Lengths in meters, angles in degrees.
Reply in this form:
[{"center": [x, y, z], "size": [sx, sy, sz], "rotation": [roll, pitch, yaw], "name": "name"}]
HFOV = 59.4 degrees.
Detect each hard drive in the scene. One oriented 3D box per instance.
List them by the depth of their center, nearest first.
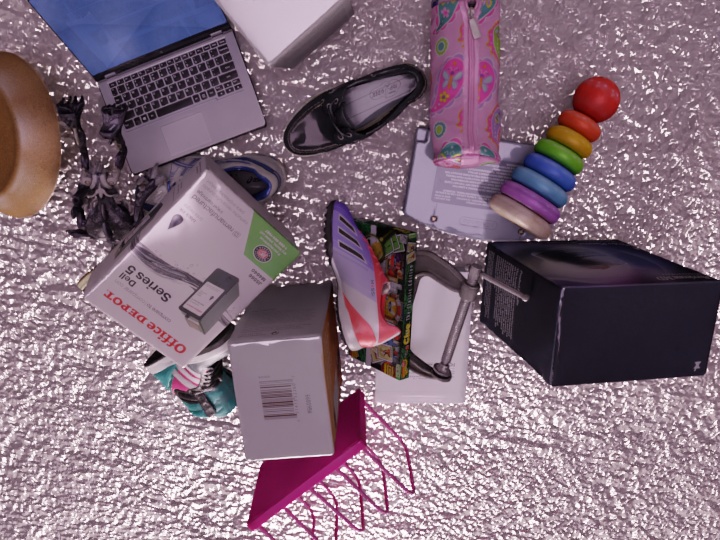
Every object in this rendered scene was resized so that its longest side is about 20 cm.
[{"center": [0.087, 0.093, 0.892], "size": [0.132, 0.027, 0.200], "rotation": [1, 107, 0], "name": "hard drive"}]

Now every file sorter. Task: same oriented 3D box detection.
[{"center": [-0.037, 0.300, 0.897], "size": [0.200, 0.139, 0.125], "rotation": [-39, 104, 11], "name": "file sorter"}]

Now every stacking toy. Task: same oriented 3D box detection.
[{"center": [0.245, -0.140, 0.764], "size": [0.085, 0.085, 0.200], "rotation": [32, 99, -9], "name": "stacking toy"}]

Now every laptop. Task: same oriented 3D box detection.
[{"center": [-0.240, -0.239, 0.741], "size": [0.187, 0.116, 0.200], "rotation": [-19, 95, 6], "name": "laptop"}]

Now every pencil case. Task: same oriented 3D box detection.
[{"center": [0.124, -0.222, 0.747], "size": [0.087, 0.087, 0.200], "rotation": [0, 94, 0], "name": "pencil case"}]

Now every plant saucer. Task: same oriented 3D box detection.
[{"center": [-0.440, -0.161, 0.761], "size": [0.200, 0.035, 0.200], "rotation": [6, 103, 29], "name": "plant saucer"}]

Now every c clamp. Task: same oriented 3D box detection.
[{"center": [0.101, 0.064, 0.795], "size": [0.171, 0.027, 0.200], "rotation": [39, 128, 30], "name": "c clamp"}]

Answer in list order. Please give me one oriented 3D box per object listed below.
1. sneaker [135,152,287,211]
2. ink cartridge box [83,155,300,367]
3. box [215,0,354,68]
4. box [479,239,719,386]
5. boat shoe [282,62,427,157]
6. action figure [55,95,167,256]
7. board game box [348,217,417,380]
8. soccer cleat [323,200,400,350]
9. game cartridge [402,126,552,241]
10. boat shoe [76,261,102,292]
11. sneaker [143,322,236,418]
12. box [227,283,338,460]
[{"center": [-0.196, -0.110, 0.799], "size": [0.200, 0.088, 0.075], "rotation": [-10, 108, 4], "name": "sneaker"}, {"center": [-0.194, -0.008, 0.736], "size": [0.200, 0.084, 0.145], "rotation": [-45, 115, 5], "name": "ink cartridge box"}, {"center": [-0.095, -0.312, 0.678], "size": [0.106, 0.200, 0.152], "rotation": [-38, 103, 12], "name": "box"}, {"center": [0.280, 0.040, 0.770], "size": [0.200, 0.198, 0.123], "rotation": [-2, 108, -13], "name": "box"}, {"center": [-0.009, -0.197, 0.783], "size": [0.199, 0.066, 0.075], "rotation": [-20, 106, 6], "name": "boat shoe"}, {"center": [-0.297, -0.104, 0.760], "size": [0.119, 0.102, 0.200], "rotation": [5, 124, 1], "name": "action figure"}, {"center": [0.027, 0.037, 0.843], "size": [0.023, 0.105, 0.200], "rotation": [-12, 111, -38], "name": "board game box"}, {"center": [0.000, 0.000, 0.808], "size": [0.073, 0.068, 0.200], "rotation": [-13, 72, 10], "name": "soccer cleat"}, {"center": [0.160, -0.108, 0.828], "size": [0.200, 0.040, 0.133], "rotation": [9, 103, -3], "name": "game cartridge"}, {"center": [-0.278, -0.009, 0.836], "size": [0.200, 0.073, 0.065], "rotation": [-27, 100, 8], "name": "boat shoe"}, {"center": [-0.200, 0.140, 0.849], "size": [0.200, 0.084, 0.121], "rotation": [-20, 117, 45], "name": "sneaker"}, {"center": [-0.086, 0.118, 0.801], "size": [0.106, 0.200, 0.152], "rotation": [-5, 107, 3], "name": "box"}]
